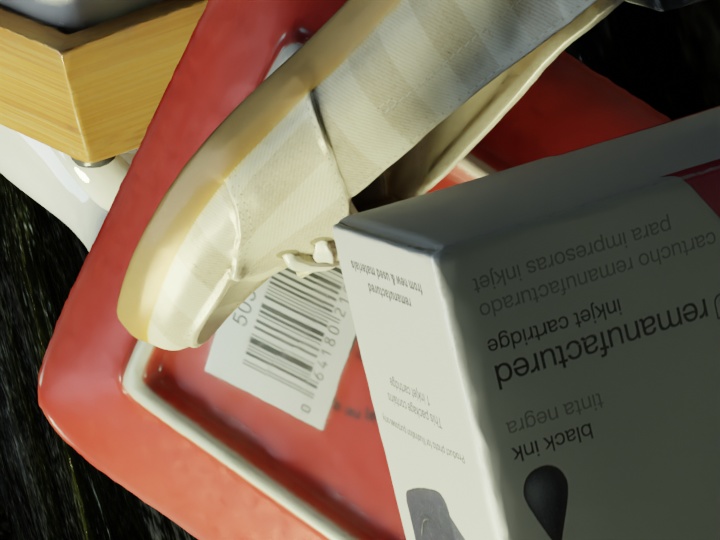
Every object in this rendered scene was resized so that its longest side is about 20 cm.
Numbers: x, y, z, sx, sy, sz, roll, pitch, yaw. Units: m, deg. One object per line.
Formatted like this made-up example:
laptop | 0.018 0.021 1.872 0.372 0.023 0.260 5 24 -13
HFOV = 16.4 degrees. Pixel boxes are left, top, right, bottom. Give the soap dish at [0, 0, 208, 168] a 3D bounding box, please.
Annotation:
soap dish | -0.104 -0.114 0.968 0.200 0.157 0.082 25 129 46

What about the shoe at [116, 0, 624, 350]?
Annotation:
shoe | 0.003 -0.038 0.685 0.053 0.070 0.200 47 119 8

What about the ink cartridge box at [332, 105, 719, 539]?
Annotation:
ink cartridge box | 0.091 0.067 0.655 0.084 0.144 0.201 -160 54 -70

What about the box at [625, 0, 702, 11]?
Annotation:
box | 0.054 -0.167 0.727 0.200 0.050 0.158 -147 43 -68

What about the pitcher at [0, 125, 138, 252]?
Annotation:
pitcher | -0.126 -0.085 1.114 0.200 0.121 0.172 59 -178 27

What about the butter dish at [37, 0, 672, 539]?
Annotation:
butter dish | 0.030 0.006 0.805 0.199 0.148 0.201 33 112 15
